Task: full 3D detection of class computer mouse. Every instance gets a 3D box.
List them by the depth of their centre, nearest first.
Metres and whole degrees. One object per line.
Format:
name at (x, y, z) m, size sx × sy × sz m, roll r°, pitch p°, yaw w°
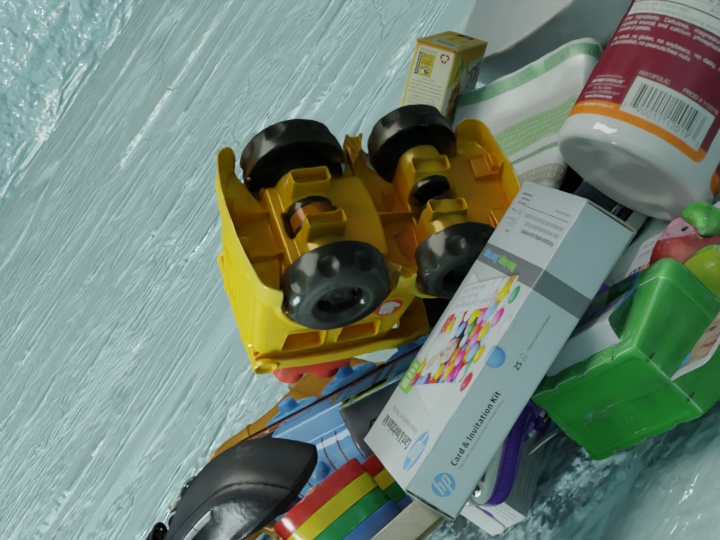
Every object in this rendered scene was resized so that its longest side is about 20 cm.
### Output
computer mouse at (-0.117, 0.176, 1.415) m, size 0.200 × 0.046 × 0.141 m, roll -35°, pitch 15°, yaw 41°

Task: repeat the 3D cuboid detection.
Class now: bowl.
bowl at (0.179, -0.241, 1.798) m, size 0.200 × 0.075 × 0.200 m, roll -27°, pitch 32°, yaw 53°

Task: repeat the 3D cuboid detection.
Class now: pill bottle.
pill bottle at (0.226, -0.144, 1.467) m, size 0.200 × 0.114 × 0.114 m, roll -60°, pitch 20°, yaw -14°

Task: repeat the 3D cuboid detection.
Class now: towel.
towel at (0.098, -0.075, 1.581) m, size 0.149 × 0.031 × 0.200 m, roll -26°, pitch 33°, yaw 46°

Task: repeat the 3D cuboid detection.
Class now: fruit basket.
fruit basket at (0.187, 0.013, 1.333) m, size 0.185 × 0.094 × 0.200 m, roll -32°, pitch 24°, yaw 52°

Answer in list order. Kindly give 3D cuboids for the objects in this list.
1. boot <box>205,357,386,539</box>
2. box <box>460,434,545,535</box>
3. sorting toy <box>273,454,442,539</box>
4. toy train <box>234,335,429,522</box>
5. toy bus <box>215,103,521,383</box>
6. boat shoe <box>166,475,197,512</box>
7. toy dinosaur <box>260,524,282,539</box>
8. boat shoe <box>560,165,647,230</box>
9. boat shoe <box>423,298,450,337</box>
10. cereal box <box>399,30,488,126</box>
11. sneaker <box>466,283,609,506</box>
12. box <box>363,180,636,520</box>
boot at (-0.055, 0.148, 1.705) m, size 0.201 × 0.071 × 0.144 m, roll -54°, pitch 16°, yaw -14°
box at (0.108, 0.085, 1.477) m, size 0.039 × 0.041 × 0.200 m, roll -36°, pitch 28°, yaw 45°
sorting toy at (-0.038, 0.196, 1.411) m, size 0.199 × 0.070 × 0.200 m, roll -41°, pitch -8°, yaw 1°
toy train at (-0.003, 0.115, 1.543) m, size 0.200 × 0.087 × 0.114 m, roll -28°, pitch 7°, yaw 23°
toy bus at (0.000, 0.000, 1.489) m, size 0.192 × 0.200 × 0.136 m, roll 100°, pitch 154°, yaw -51°
boat shoe at (-0.116, 0.193, 1.580) m, size 0.073 × 0.062 × 0.200 m, roll -62°, pitch 1°, yaw 9°
toy dinosaur at (-0.040, 0.240, 1.573) m, size 0.200 × 0.060 × 0.107 m, roll 5°, pitch 92°, yaw 64°
boat shoe at (0.149, -0.067, 1.597) m, size 0.075 × 0.062 × 0.200 m, roll -52°, pitch 20°, yaw 5°
boat shoe at (0.073, 0.003, 1.665) m, size 0.068 × 0.072 × 0.200 m, roll -44°, pitch 12°, yaw 39°
cereal box at (0.048, -0.086, 1.720) m, size 0.144 × 0.039 × 0.200 m, roll -34°, pitch -39°, yaw -76°
sneaker at (0.118, 0.070, 1.412) m, size 0.081 × 0.083 × 0.200 m, roll -42°, pitch 20°, yaw 58°
box at (0.081, 0.043, 1.329) m, size 0.200 × 0.041 × 0.156 m, roll -59°, pitch 11°, yaw 2°
